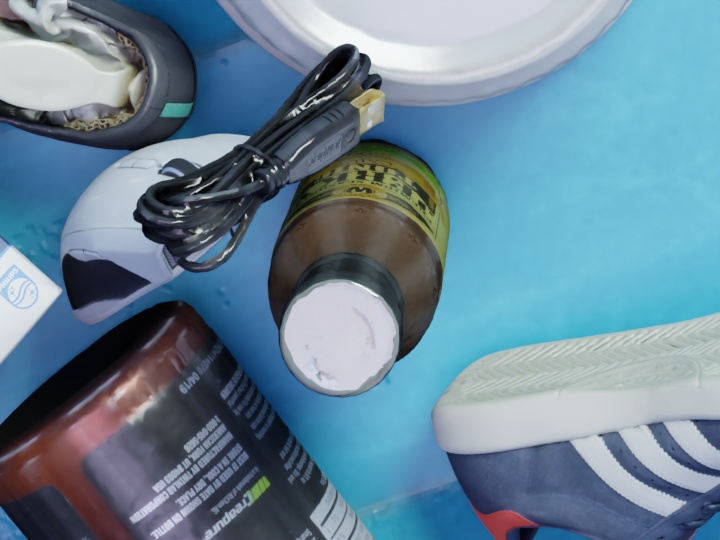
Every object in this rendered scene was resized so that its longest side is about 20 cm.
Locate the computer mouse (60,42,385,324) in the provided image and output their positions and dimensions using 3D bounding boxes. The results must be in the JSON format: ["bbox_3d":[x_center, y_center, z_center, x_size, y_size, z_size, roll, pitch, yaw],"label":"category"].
[{"bbox_3d":[-0.067,-0.026,1.062,0.110,0.200,0.044,-43,98,-27],"label":"computer mouse"}]

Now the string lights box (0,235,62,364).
[{"bbox_3d":[-0.212,-0.031,1.104,0.200,0.103,0.059,42,70,-6],"label":"string lights box"}]

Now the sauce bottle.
[{"bbox_3d":[0.000,0.000,1.053,0.064,0.200,0.065,0,103,2],"label":"sauce bottle"}]

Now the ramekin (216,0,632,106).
[{"bbox_3d":[0.025,-0.152,1.058,0.201,0.094,0.204,0,104,-1],"label":"ramekin"}]

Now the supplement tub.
[{"bbox_3d":[-0.049,0.118,1.134,0.107,0.107,0.200,-35,99,11],"label":"supplement tub"}]

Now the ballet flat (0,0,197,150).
[{"bbox_3d":[-0.157,-0.090,1.092,0.199,0.073,0.073,17,105,0],"label":"ballet flat"}]

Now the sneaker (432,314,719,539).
[{"bbox_3d":[0.127,0.068,1.105,0.199,0.075,0.085,-8,111,33],"label":"sneaker"}]
